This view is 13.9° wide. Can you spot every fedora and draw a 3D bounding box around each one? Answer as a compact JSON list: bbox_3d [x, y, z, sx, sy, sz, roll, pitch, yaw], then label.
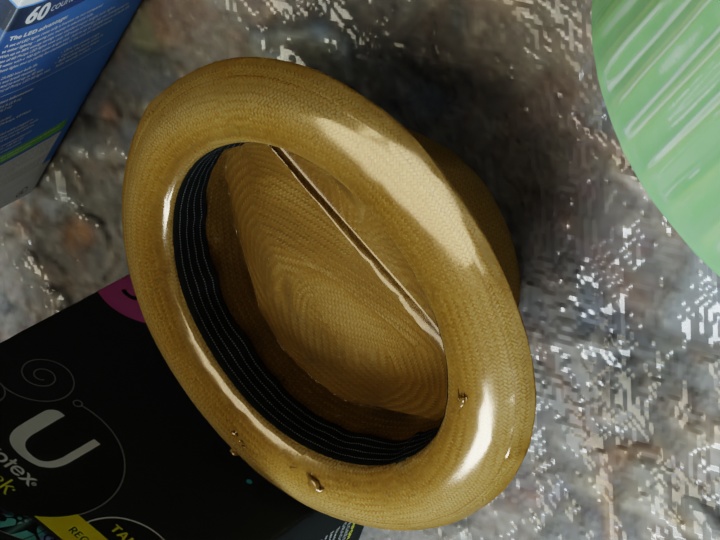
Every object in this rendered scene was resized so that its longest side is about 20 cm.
[{"bbox_3d":[0.000,0.000,1.142,0.200,0.082,0.202,19,126,28],"label":"fedora"}]

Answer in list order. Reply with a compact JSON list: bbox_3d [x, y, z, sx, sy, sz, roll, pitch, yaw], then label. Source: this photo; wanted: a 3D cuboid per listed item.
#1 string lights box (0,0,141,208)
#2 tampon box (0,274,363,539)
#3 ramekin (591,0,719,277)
[{"bbox_3d":[-0.148,-0.096,1.205,0.059,0.103,0.200,46,132,12],"label":"string lights box"},{"bbox_3d":[-0.116,0.118,1.213,0.150,0.200,0.127,36,129,20],"label":"tampon box"},{"bbox_3d":[0.167,-0.071,0.892,0.200,0.200,0.098,53,141,7],"label":"ramekin"}]
